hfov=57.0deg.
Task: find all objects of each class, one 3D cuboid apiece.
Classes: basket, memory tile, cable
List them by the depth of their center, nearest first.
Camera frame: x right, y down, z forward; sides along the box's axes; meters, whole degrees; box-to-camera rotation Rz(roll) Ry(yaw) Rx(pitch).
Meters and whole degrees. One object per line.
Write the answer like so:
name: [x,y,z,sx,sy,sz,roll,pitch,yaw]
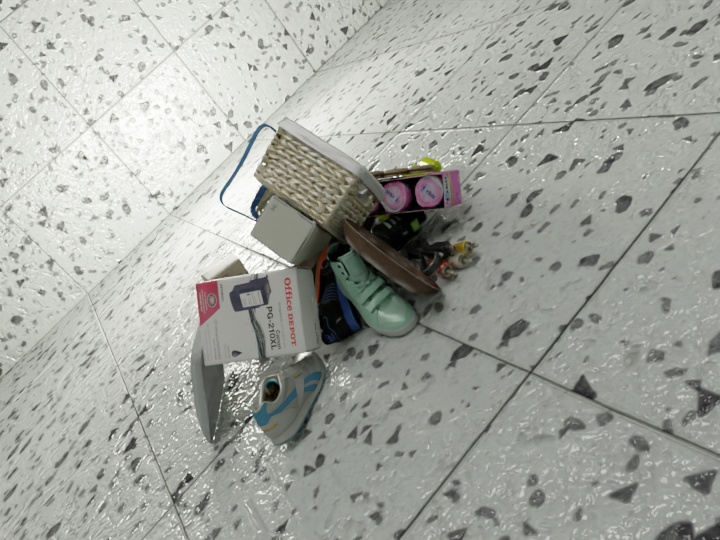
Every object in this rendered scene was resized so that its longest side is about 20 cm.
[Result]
basket: [-0.075,-0.157,1.178,0.198,0.135,0.125,36,91,23]
cable: [0.127,-0.018,1.181,0.097,0.051,0.199,-43,14,-16]
memory tile: [0.075,-0.196,1.322,0.149,0.017,0.200,-6,7,7]
basket: [-0.164,-0.170,1.324,0.179,0.198,0.139,-58,34,4]

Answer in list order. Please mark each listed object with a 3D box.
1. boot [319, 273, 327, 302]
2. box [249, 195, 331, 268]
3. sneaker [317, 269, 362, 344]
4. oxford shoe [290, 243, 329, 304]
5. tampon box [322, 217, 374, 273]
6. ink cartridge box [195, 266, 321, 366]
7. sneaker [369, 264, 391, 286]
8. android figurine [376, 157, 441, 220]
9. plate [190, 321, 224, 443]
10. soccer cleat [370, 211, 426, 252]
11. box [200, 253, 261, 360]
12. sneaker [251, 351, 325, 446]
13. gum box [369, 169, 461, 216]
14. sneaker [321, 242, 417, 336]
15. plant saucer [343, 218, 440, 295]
boot: [-0.129,0.029,1.413,0.195,0.076,0.098,-17,25,20]
box: [-0.119,-0.063,1.179,0.079,0.094,0.200,-56,-7,1]
sneaker: [-0.054,0.064,1.256,0.077,0.071,0.201,-30,27,5]
oxford shoe: [-0.112,0.026,1.309,0.071,0.071,0.206,172,108,-83]
tampon box: [-0.070,-0.105,1.486,0.148,0.127,0.202,-20,32,37]
ink cartridge box: [-0.179,0.080,1.167,0.195,0.149,0.084,-9,-3,14]
sneaker: [0.000,0.000,1.267,0.071,0.083,0.201,-37,25,6]
android figurine: [0.104,-0.175,1.456,0.181,0.041,0.200,-41,23,0]
plate: [-0.294,0.189,1.271,0.031,0.204,0.201,-1,29,-4]
soccer cleat: [0.071,-0.073,1.273,0.080,0.069,0.200,-17,18,29]
box: [-0.231,0.074,1.331,0.082,0.203,0.068,-37,24,-16]
sneaker: [-0.119,0.194,1.123,0.075,0.081,0.201,-27,22,28]
gum box: [0.086,-0.148,1.284,0.195,0.068,0.113,-3,9,26]
sneaker: [0.009,0.028,1.119,0.074,0.119,0.199,-42,48,-14]
plant saucer: [0.046,-0.017,1.106,0.032,0.198,0.200,-53,24,7]
